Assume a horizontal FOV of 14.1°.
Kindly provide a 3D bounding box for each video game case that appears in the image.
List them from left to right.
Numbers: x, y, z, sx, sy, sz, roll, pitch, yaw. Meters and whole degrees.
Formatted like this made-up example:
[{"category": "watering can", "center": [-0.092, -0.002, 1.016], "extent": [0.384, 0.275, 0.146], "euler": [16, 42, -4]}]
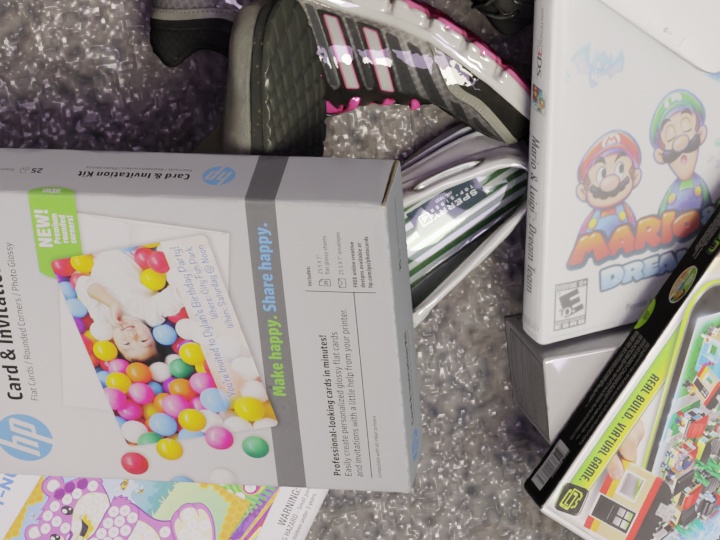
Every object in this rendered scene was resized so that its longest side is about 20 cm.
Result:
[{"category": "video game case", "center": [0.168, -0.068, 1.373], "extent": [0.199, 0.024, 0.183], "euler": [-13, 121, -23]}]

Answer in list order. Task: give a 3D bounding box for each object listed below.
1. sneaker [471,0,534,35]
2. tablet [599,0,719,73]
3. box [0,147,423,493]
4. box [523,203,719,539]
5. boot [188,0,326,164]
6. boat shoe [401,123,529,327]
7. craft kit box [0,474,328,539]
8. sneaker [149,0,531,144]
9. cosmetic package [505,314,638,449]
[{"category": "sneaker", "center": [0.064, -0.162, 1.360], "extent": [0.199, 0.076, 0.091], "euler": [24, 101, -14]}, {"category": "tablet", "center": [0.109, -0.190, 1.283], "extent": [0.199, 0.014, 0.131], "euler": [32, 75, -22]}, {"category": "box", "center": [-0.077, 0.022, 1.288], "extent": [0.199, 0.041, 0.157], "euler": [3, 125, 11]}, {"category": "box", "center": [0.178, 0.052, 1.363], "extent": [0.110, 0.035, 0.201], "euler": [32, 97, -17]}, {"category": "boot", "center": [-0.087, -0.035, 1.325], "extent": [0.130, 0.068, 0.201], "euler": [11, 119, 17]}, {"category": "boat shoe", "center": [0.000, 0.000, 1.386], "extent": [0.200, 0.067, 0.074], "euler": [-43, 106, 1]}, {"category": "craft kit box", "center": [-0.142, 0.147, 1.406], "extent": [0.197, 0.049, 0.201], "euler": [23, 98, -11]}, {"category": "sneaker", "center": [-0.012, -0.096, 1.361], "extent": [0.199, 0.074, 0.088], "euler": [25, 97, -10]}, {"category": "cosmetic package", "center": [0.177, 0.039, 1.421], "extent": [0.199, 0.083, 0.051], "euler": [-9, 107, -8]}]
